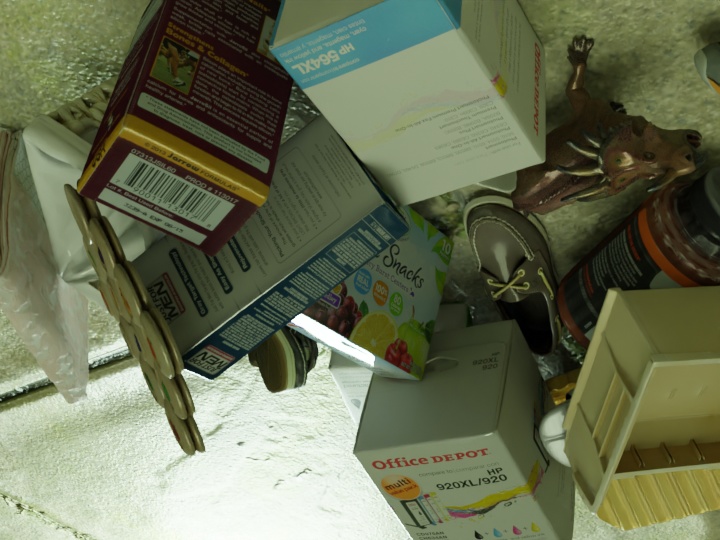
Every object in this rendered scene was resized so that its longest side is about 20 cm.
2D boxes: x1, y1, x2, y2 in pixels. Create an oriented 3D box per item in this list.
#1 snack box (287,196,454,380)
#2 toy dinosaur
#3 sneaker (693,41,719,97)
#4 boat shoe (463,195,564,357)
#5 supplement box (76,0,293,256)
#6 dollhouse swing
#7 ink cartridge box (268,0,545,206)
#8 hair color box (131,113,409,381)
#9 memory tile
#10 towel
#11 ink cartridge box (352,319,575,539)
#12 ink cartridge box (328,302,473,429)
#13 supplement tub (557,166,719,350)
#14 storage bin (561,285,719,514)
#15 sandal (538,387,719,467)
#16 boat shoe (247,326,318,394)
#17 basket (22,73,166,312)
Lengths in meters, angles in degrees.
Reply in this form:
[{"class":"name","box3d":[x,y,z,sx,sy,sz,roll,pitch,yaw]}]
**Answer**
[{"class":"snack box","box3d":[0.000,0.000,0.903,0.053,0.143,0.200,1,159,37]},{"class":"toy dinosaur","box3d":[0.165,-0.083,0.804,0.086,0.136,0.200,24,140,-19]},{"class":"sneaker","box3d":[0.344,-0.145,0.750,0.199,0.078,0.077,9,129,-6]},{"class":"boat shoe","box3d":[0.152,0.009,0.986,0.072,0.060,0.200,-10,139,23]},{"class":"supplement box","box3d":[-0.118,-0.127,0.750,0.110,0.200,0.086,27,138,-23]},{"class":"dollhouse swing","box3d":[0.270,0.192,1.084,0.200,0.176,0.182,-25,164,36]},{"class":"ink cartridge box","box3d":[0.049,-0.151,0.745,0.125,0.129,0.200,-15,136,28]},{"class":"hair color box","box3d":[-0.073,-0.017,0.787,0.200,0.100,0.061,-36,150,7]},{"class":"memory tile","box3d":[-0.172,0.035,0.773,0.017,0.200,0.153,-23,142,-18]},{"class":"towel","box3d":[-0.297,-0.003,0.958,0.032,0.191,0.200,-12,141,1]},{"class":"ink cartridge box","box3d":[0.108,0.174,0.990,0.147,0.145,0.200,-13,127,25]},{"class":"ink cartridge box","box3d":[0.063,0.129,1.137,0.145,0.084,0.200,-4,140,15]},{"class":"supplement tub","box3d":[0.269,-0.006,0.906,0.107,0.107,0.200,20,141,-14]},{"class":"storage bin","box3d":[0.291,0.110,0.863,0.199,0.094,0.199,-3,130,-13]},{"class":"sandal","box3d":[0.263,0.123,0.970,0.206,0.059,0.079,-21,110,-4]},{"class":"boat shoe","box3d":[-0.075,0.081,1.067,0.065,0.073,0.200,-1,-171,-15]},{"class":"basket","box3d":[-0.188,-0.057,0.890,0.135,0.123,0.200,31,145,18]}]
